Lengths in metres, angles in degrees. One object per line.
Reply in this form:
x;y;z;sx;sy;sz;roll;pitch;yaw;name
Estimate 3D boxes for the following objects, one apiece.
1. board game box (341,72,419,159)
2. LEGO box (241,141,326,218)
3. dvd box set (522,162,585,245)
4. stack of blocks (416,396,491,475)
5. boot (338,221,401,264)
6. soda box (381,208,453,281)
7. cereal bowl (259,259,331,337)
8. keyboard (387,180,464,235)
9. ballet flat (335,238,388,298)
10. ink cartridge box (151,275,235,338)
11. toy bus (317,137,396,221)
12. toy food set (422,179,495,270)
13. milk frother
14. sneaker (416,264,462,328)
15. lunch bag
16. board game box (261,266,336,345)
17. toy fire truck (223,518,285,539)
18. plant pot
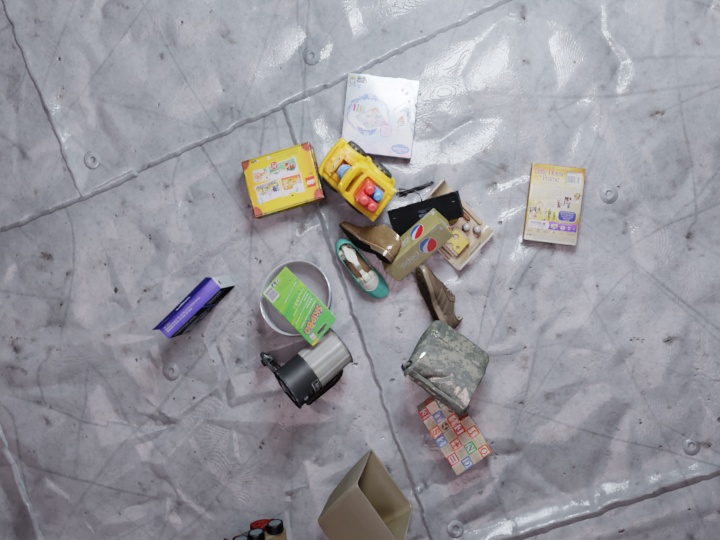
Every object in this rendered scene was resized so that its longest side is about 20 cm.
0.052;-0.412;1.649;0.193;0.043;0.206;7;93;3;board game box
-0.205;-0.241;1.653;0.194;0.077;0.154;-15;91;4;LEGO box
0.514;-0.176;1.637;0.141;0.029;0.207;6;93;4;dvd box set
0.251;0.428;1.661;0.114;0.059;0.203;-33;90;4;stack of blocks
0.027;-0.091;1.629;0.197;0.074;0.076;30;79;32;boot
0.144;-0.065;1.606;0.199;0.065;0.067;-41;128;22;soda box
-0.167;0.080;1.649;0.193;0.083;0.207;-2;76;8;cereal bowl
0.163;-0.172;1.603;0.194;0.021;0.130;-15;117;12;keyboard
0.000;0.000;1.654;0.067;0.070;0.201;-40;90;6;ballet flat
-0.433;0.095;1.618;0.198;0.200;0.044;-44;86;4;ink cartridge box
-0.006;-0.222;1.570;0.198;0.193;0.136;37;105;-16;toy bus
0.242;-0.121;1.641;0.200;0.060;0.144;45;94;1;toy food set
-0.150;0.235;1.634;0.187;0.182;0.201;-37;71;-19;milk frother
0.211;0.066;1.644;0.074;0.070;0.205;-28;108;-16;sneaker
0.215;0.255;1.587;0.198;0.169;0.140;36;129;0;lunch bag
-0.157;0.093;1.588;0.199;0.030;0.096;43;86;18;board game box
-0.316;0.756;1.678;0.197;0.173;0.133;-3;93;45;toy fire truck
0.003;0.642;1.628;0.176;0.200;0.202;-37;90;16;plant pot
